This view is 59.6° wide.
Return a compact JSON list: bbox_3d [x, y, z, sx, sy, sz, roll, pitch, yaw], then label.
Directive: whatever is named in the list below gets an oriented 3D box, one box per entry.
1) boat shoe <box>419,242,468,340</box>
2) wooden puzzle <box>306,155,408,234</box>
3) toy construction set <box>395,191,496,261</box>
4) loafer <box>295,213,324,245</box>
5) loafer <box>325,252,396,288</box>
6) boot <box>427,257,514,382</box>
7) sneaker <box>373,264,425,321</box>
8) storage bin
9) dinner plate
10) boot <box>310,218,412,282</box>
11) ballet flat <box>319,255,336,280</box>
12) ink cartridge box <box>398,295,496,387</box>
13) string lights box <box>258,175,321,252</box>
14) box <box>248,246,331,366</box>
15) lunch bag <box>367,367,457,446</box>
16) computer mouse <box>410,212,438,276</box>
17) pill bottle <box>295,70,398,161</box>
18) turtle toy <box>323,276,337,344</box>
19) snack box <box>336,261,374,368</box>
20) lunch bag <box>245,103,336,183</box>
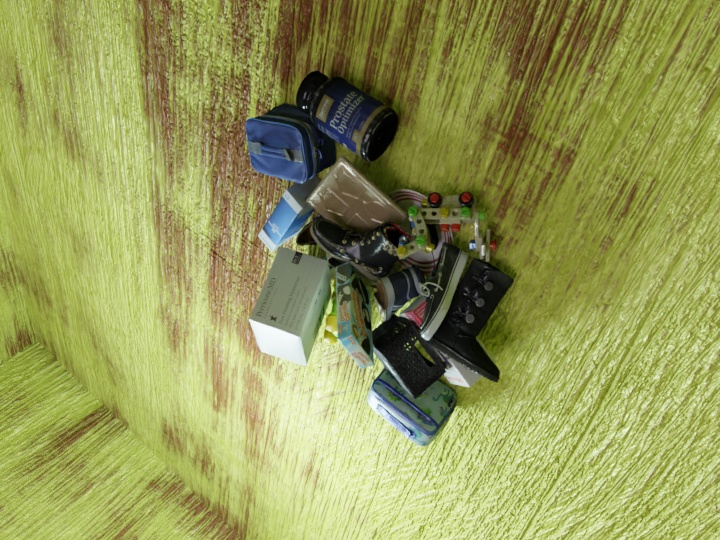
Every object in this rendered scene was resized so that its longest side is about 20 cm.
[{"bbox_3d":[0.151,0.037,1.253,0.067,0.203,0.074,25,168,-3],"label":"boat shoe"},{"bbox_3d":[-0.006,-0.143,1.354,0.185,0.047,0.200,41,145,-7],"label":"wooden puzzle"},{"bbox_3d":[0.169,-0.080,1.217,0.195,0.134,0.092,5,166,2],"label":"toy construction set"},{"bbox_3d":[-0.080,-0.104,1.481,0.073,0.072,0.199,55,138,-2],"label":"loafer"},{"bbox_3d":[0.000,0.000,1.453,0.197,0.069,0.076,29,137,-3],"label":"loafer"},{"bbox_3d":[0.250,0.099,1.257,0.163,0.203,0.066,30,177,-1],"label":"boot"},{"bbox_3d":[0.090,0.050,1.397,0.201,0.107,0.071,96,150,-71],"label":"sneaker"},{"bbox_3d":[0.095,0.187,1.403,0.136,0.093,0.200,53,174,-9],"label":"storage bin"},{"bbox_3d":[0.118,-0.083,1.349,0.198,0.024,0.204,24,131,30],"label":"dinner plate"},{"bbox_3d":[0.005,-0.070,1.325,0.202,0.074,0.154,34,145,-12],"label":"boot"},{"bbox_3d":[-0.088,-0.003,1.575,0.198,0.069,0.071,-11,110,48],"label":"ballet flat"},{"bbox_3d":[0.185,0.147,1.360,0.201,0.084,0.145,52,170,1],"label":"ink cartridge box"},{"bbox_3d":[-0.164,-0.137,1.513,0.059,0.102,0.200,47,139,3],"label":"string lights box"},{"bbox_3d":[-0.161,0.088,1.502,0.128,0.202,0.201,15,154,8],"label":"box"},{"bbox_3d":[0.124,0.313,1.515,0.199,0.160,0.083,36,137,19],"label":"lunch bag"},{"bbox_3d":[0.143,-0.034,1.319,0.058,0.034,0.204,1,119,41],"label":"computer mouse"},{"bbox_3d":[-0.030,-0.314,1.259,0.198,0.111,0.113,35,136,18],"label":"pill bottle"},{"bbox_3d":[-0.032,0.114,1.555,0.099,0.148,0.201,11,150,0],"label":"turtle toy"},{"bbox_3d":[-0.012,0.095,1.359,0.036,0.203,0.117,-18,135,16],"label":"snack box"},{"bbox_3d":[-0.154,-0.276,1.385,0.197,0.132,0.138,17,128,35],"label":"lunch bag"}]
